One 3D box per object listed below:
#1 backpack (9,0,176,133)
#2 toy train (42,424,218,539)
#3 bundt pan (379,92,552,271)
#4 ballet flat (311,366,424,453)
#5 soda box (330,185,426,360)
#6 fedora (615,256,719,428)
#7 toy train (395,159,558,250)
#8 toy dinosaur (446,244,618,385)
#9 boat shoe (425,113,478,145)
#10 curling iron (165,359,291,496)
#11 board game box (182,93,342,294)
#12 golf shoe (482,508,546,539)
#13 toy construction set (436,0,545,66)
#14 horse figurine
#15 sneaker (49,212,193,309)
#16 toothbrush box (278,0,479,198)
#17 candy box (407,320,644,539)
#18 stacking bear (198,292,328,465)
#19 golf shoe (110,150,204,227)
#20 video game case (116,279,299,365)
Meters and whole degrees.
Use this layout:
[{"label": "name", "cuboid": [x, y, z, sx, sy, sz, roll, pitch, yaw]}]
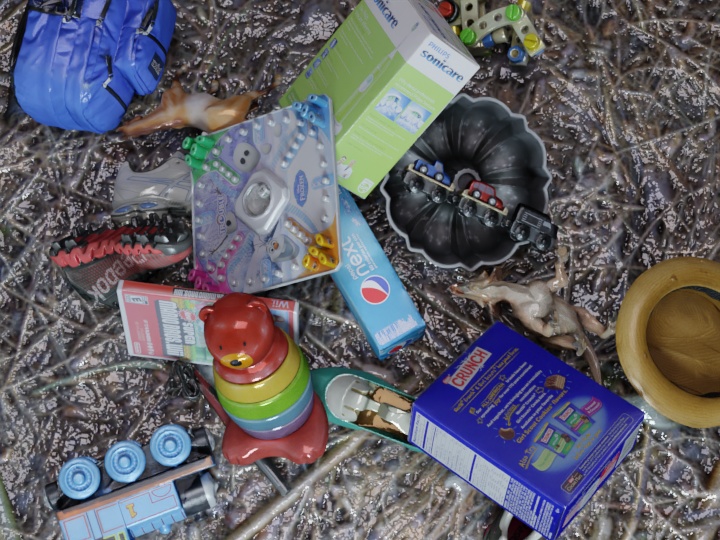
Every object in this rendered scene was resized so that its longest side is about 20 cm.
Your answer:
[{"label": "backpack", "cuboid": [-0.314, -0.262, 1.680, 0.167, 0.163, 0.201, 14, 79, 13]}, {"label": "toy train", "cuboid": [-0.249, 0.245, 1.608, 0.199, 0.087, 0.115, -19, 86, -7]}, {"label": "bundt pan", "cuboid": [0.115, -0.103, 1.672, 0.200, 0.076, 0.203, -1, 96, -9]}, {"label": "ballet flat", "cuboid": [0.021, 0.154, 1.632, 0.199, 0.070, 0.068, 19, 82, 5]}, {"label": "soda box", "cuboid": [0.000, 0.000, 1.671, 0.064, 0.068, 0.201, -28, 78, -6]}, {"label": "fedora", "cuboid": [0.369, 0.082, 1.634, 0.199, 0.082, 0.202, 1, 85, -14]}, {"label": "toy train", "cuboid": [0.133, -0.078, 1.622, 0.199, 0.034, 0.046, 24, 88, -10]}, {"label": "toy dinosaur", "cuboid": [0.208, 0.052, 1.645, 0.200, 0.135, 0.086, 45, 63, -16]}, {"label": "boat shoe", "cuboid": [0.061, -0.186, 1.721, 0.199, 0.057, 0.067, 15, 77, 4]}, {"label": "curling iron", "cuboid": [-0.151, 0.182, 1.647, 0.200, 0.026, 0.050, 46, 51, 7]}, {"label": "board game box", "cuboid": [-0.113, -0.077, 1.580, 0.199, 0.026, 0.201, -15, 70, 31]}, {"label": "golf shoe", "cuboid": [0.212, 0.244, 1.604, 0.077, 0.088, 0.201, 32, 77, 9]}, {"label": "toy construction set", "cuboid": [0.159, -0.340, 1.740, 0.130, 0.092, 0.201, -7, 67, 23]}, {"label": "horse figurine", "cuboid": [-0.171, -0.191, 1.691, 0.199, 0.050, 0.133, 12, 39, 20]}, {"label": "sneaker", "cuboid": [-0.261, -0.007, 1.637, 0.199, 0.071, 0.098, -7, 112, 34]}, {"label": "toothbrush box", "cuboid": [0.017, -0.207, 1.609, 0.200, 0.086, 0.146, -50, 39, 18]}, {"label": "candy box", "cuboid": [0.177, 0.169, 1.564, 0.200, 0.077, 0.169, 34, 51, 21]}, {"label": "stacking bear", "cuboid": [-0.112, 0.106, 1.552, 0.121, 0.201, 0.114, -3, 47, 14]}, {"label": "golf shoe", "cuboid": [-0.195, -0.100, 1.695, 0.199, 0.078, 0.098, -5, 71, -2]}, {"label": "video game case", "cuboid": [-0.168, 0.066, 1.619, 0.199, 0.143, 0.018, 7, 57, 2]}]
